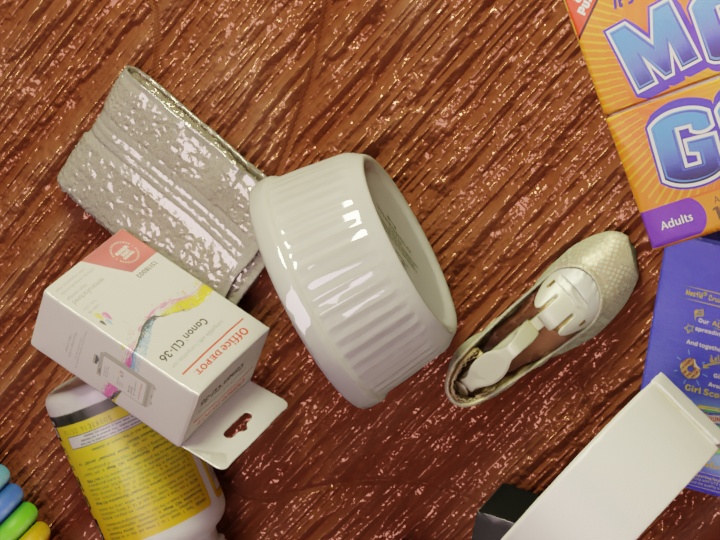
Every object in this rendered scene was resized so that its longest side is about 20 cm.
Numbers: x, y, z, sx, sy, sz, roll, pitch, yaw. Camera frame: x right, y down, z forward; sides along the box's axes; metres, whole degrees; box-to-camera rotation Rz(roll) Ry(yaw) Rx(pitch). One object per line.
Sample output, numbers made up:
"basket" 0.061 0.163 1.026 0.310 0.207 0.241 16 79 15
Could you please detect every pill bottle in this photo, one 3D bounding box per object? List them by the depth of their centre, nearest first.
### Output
"pill bottle" -0.185 0.178 1.809 0.112 0.112 0.202 -20 97 24

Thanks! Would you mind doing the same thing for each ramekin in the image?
"ramekin" 0.000 0.000 1.651 0.094 0.202 0.204 -27 94 12

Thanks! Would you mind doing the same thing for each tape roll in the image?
"tape roll" 0.179 0.171 1.546 0.071 0.202 0.203 44 115 10

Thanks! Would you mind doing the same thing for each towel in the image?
"towel" -0.157 -0.061 1.776 0.200 0.034 0.133 40 114 6

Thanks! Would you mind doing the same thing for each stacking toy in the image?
"stacking toy" -0.317 0.241 1.900 0.085 0.085 0.200 -40 94 25

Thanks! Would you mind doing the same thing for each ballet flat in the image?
"ballet flat" 0.145 0.047 1.678 0.068 0.062 0.200 47 114 2

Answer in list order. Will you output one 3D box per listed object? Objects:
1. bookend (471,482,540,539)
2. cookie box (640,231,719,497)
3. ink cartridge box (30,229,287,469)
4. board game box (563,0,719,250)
"bookend" 0.094 0.261 1.740 0.198 0.092 0.201 15 108 17
"cookie box" 0.309 0.074 1.616 0.170 0.075 0.202 14 110 18
"ink cartridge box" -0.158 0.065 1.735 0.199 0.116 0.068 33 131 11
"board game box" 0.286 -0.158 1.493 0.198 0.200 0.202 -18 97 24
